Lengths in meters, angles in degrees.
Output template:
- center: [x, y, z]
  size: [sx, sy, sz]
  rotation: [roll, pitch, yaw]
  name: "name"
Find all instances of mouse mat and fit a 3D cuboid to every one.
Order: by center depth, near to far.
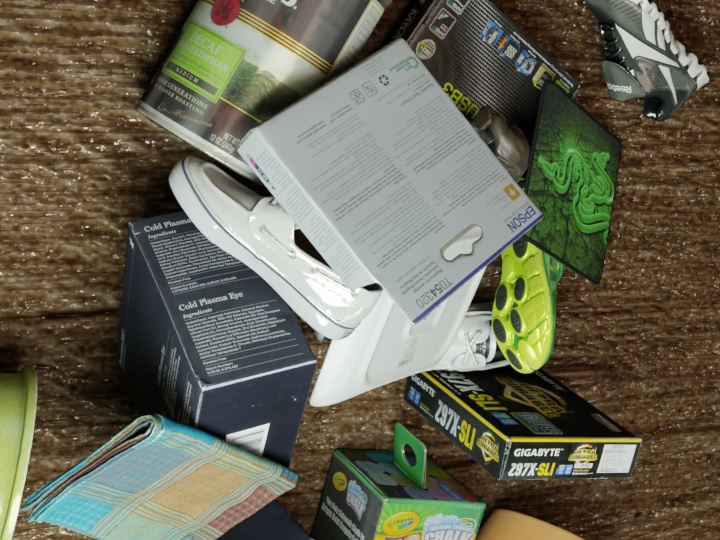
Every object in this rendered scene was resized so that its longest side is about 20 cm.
- center: [0.213, -0.085, 1.456]
  size: [0.200, 0.008, 0.162]
  rotation: [27, 71, -55]
  name: "mouse mat"

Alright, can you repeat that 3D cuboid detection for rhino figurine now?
- center: [0.097, -0.059, 1.393]
  size: [0.087, 0.060, 0.201]
  rotation: [18, 104, -41]
  name: "rhino figurine"

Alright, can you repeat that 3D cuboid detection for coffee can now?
- center: [-0.082, -0.188, 1.253]
  size: [0.146, 0.146, 0.201]
  rotation: [29, 93, -32]
  name: "coffee can"

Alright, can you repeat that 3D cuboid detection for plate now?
- center: [0.052, 0.028, 1.314]
  size: [0.199, 0.032, 0.201]
  rotation: [-14, 132, -54]
  name: "plate"

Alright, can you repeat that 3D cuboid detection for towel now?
- center: [-0.158, 0.184, 1.196]
  size: [0.146, 0.022, 0.200]
  rotation: [-35, 144, 16]
  name: "towel"

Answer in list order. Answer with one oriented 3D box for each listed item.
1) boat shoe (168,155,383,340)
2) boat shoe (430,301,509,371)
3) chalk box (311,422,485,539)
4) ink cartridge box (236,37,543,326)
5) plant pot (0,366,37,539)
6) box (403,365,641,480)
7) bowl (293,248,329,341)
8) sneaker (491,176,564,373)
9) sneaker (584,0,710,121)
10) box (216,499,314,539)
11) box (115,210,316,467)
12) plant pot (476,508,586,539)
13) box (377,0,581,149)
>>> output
- center: [-0.065, -0.032, 1.184]
  size: [0.200, 0.071, 0.070]
  rotation: [43, 116, -2]
  name: "boat shoe"
- center: [0.111, 0.067, 1.476]
  size: [0.199, 0.065, 0.074]
  rotation: [-11, 111, -35]
  name: "boat shoe"
- center: [0.036, 0.259, 1.485]
  size: [0.123, 0.125, 0.201]
  rotation: [9, 104, -30]
  name: "chalk box"
- center: [0.028, -0.071, 1.194]
  size: [0.196, 0.043, 0.200]
  rotation: [-36, 88, -40]
  name: "ink cartridge box"
- center: [-0.383, 0.161, 1.207]
  size: [0.183, 0.200, 0.201]
  rotation: [13, 101, -18]
  name: "plant pot"
- center: [0.158, 0.148, 1.466]
  size: [0.159, 0.200, 0.050]
  rotation: [2, 108, -28]
  name: "box"
- center: [-0.029, -0.045, 1.309]
  size: [0.090, 0.201, 0.202]
  rotation: [26, 95, 1]
  name: "bowl"
- center: [0.179, 0.004, 1.465]
  size: [0.083, 0.074, 0.201]
  rotation: [16, 68, -42]
  name: "sneaker"
- center: [0.276, -0.221, 1.478]
  size: [0.200, 0.066, 0.091]
  rotation: [38, 85, -34]
  name: "sneaker"
- center: [-0.109, 0.313, 1.382]
  size: [0.117, 0.200, 0.197]
  rotation: [-24, 118, -19]
  name: "box"
- center: [-0.131, 0.077, 1.256]
  size: [0.104, 0.182, 0.200]
  rotation: [-13, 145, -24]
  name: "box"
- center: [0.182, 0.348, 1.567]
  size: [0.200, 0.200, 0.141]
  rotation: [33, 73, -32]
  name: "plant pot"
- center: [0.093, -0.158, 1.415]
  size: [0.200, 0.047, 0.194]
  rotation: [36, 87, -32]
  name: "box"
